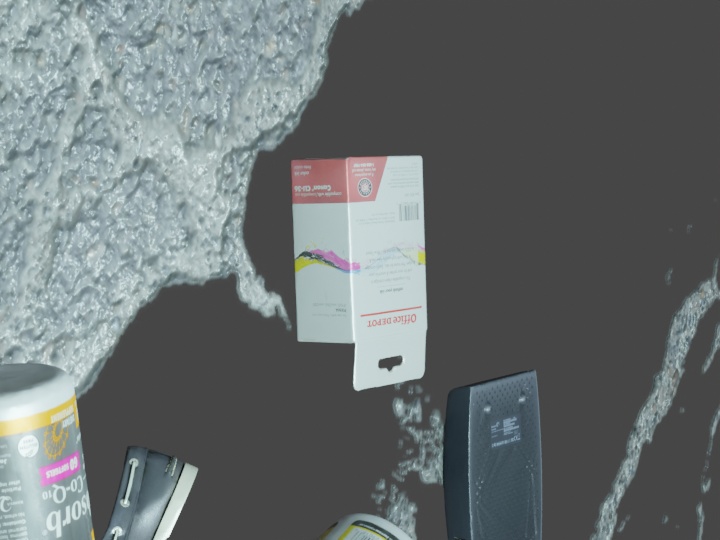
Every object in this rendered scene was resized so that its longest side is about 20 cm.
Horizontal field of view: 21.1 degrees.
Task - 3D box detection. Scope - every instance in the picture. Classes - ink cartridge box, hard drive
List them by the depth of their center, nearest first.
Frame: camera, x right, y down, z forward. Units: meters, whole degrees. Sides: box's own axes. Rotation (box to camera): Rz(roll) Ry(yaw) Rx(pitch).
[{"bbox_3d":[0.000,0.000,1.705,0.116,0.067,0.201,-5,95,-53],"label":"ink cartridge box"},{"bbox_3d":[0.131,0.204,1.916,0.135,0.042,0.201,-10,99,-53],"label":"hard drive"}]

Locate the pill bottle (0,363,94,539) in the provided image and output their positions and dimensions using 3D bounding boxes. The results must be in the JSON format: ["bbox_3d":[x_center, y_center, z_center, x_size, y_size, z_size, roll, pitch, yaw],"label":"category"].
[{"bbox_3d":[-0.244,0.172,1.338,0.116,0.116,0.201,-21,108,-52],"label":"pill bottle"}]

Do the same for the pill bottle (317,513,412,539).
[{"bbox_3d":[-0.032,0.305,1.640,0.200,0.111,0.112,-42,124,-44],"label":"pill bottle"}]

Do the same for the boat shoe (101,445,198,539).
[{"bbox_3d":[-0.194,0.225,1.477,0.063,0.073,0.200,29,68,-4],"label":"boat shoe"}]
